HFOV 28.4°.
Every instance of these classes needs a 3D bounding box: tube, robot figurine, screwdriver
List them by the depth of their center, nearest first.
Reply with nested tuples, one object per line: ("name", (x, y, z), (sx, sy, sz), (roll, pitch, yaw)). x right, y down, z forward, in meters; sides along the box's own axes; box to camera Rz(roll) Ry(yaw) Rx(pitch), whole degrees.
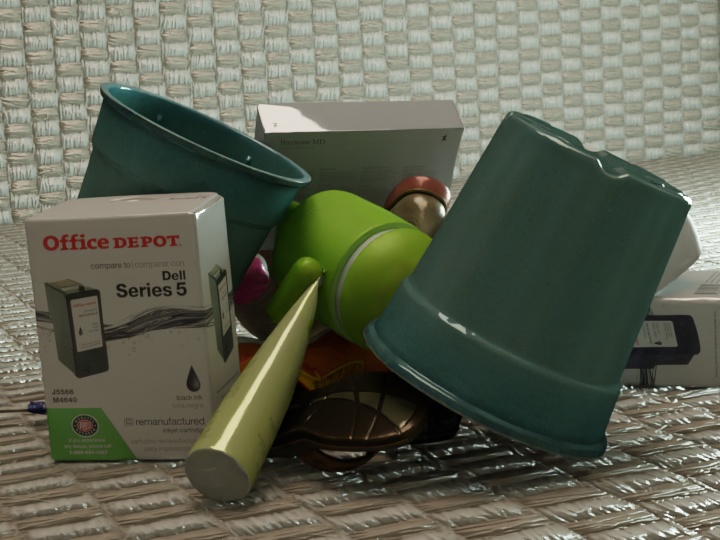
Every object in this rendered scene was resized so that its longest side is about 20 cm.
("tube", (-0.070, 0.088, 1.063), (0.058, 0.052, 0.200), (-21, 24, 30))
("robot figurine", (0.000, 0.000, 1.264), (0.175, 0.116, 0.200), (-2, 21, -39))
("screwdriver", (-0.312, 0.121, 1.270), (0.199, 0.029, 0.028), (2, 8, 4))

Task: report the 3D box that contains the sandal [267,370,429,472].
("sandal", (-0.022, 0.124, 1.064), (0.199, 0.055, 0.082), (-16, 25, 40))

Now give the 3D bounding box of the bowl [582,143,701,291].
("bowl", (0.184, -0.039, 1.295), (0.199, 0.075, 0.200), (-31, 38, -15))

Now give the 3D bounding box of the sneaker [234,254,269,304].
("sneaker", (-0.172, -0.004, 1.470), (0.081, 0.089, 0.199), (-3, -5, -44))

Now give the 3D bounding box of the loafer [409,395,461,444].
("loafer", (0.054, 0.094, 1.166), (0.068, 0.071, 0.201), (-2, 9, 13))

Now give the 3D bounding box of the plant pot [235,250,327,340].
("plant pot", (-0.099, -0.020, 1.525), (0.200, 0.202, 0.092), (4, -1, 43))

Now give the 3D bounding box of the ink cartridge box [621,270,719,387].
("ink cartridge box", (0.292, 0.051, 1.312), (0.199, 0.085, 0.145), (0, 9, 23))

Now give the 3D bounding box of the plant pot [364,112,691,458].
("plant pot", (0.133, 0.002, 1.047), (0.199, 0.197, 0.200), (25, 11, -5))

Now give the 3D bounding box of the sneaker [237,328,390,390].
("sneaker", (-0.042, 0.096, 1.278), (0.199, 0.073, 0.077), (-9, 36, -32))

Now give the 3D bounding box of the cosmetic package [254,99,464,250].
("cosmetic package", (-0.009, -0.095, 1.413), (0.199, 0.151, 0.052), (-3, 46, -14))

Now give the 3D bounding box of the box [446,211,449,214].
("box", (0.100, 0.006, 1.468), (0.082, 0.069, 0.200), (2, -19, -11))

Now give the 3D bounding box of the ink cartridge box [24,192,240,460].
("ink cartridge box", (-0.179, 0.045, 1.143), (0.145, 0.201, 0.084), (-2, 12, 12))

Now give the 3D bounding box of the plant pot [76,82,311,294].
("plant pot", (-0.173, -0.035, 1.259), (0.199, 0.197, 0.200), (24, 11, -5))

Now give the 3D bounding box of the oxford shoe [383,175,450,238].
("oxford shoe", (0.026, -0.009, 1.393), (0.070, 0.075, 0.200), (17, -38, -8))
